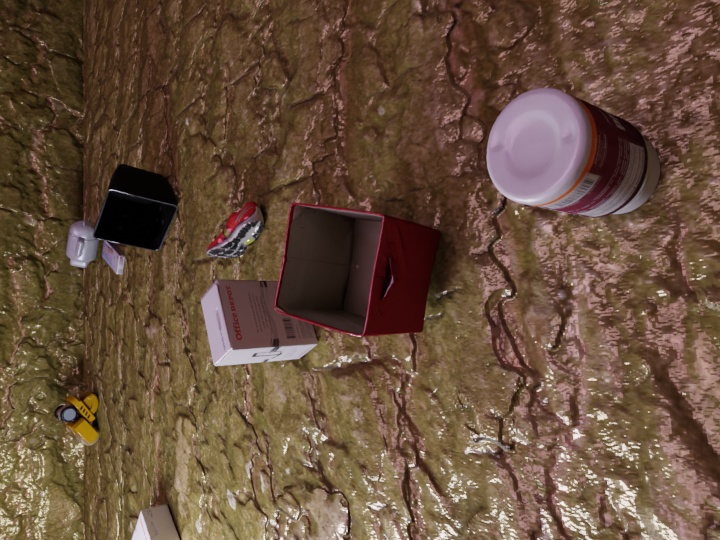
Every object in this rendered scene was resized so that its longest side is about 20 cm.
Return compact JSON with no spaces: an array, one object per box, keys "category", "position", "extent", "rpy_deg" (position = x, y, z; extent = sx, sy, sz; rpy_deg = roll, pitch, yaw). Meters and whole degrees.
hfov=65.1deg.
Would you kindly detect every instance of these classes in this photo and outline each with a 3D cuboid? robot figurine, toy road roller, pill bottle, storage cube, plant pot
[{"category":"robot figurine","position":[-1.122,-0.115,2.280],"extent":[0.170,0.112,0.202],"rpy_deg":[-125,50,-59]},{"category":"toy road roller","position":[-1.086,0.573,2.223],"extent":[0.122,0.146,0.201],"rpy_deg":[-9,119,48]},{"category":"pill bottle","position":[0.240,-0.119,0.617],"extent":[0.114,0.199,0.115],"rpy_deg":[-3,86,48]},{"category":"storage cube","position":[0.000,0.000,0.876],"extent":[0.199,0.179,0.173],"rpy_deg":[11,93,34]},{"category":"plant pot","position":[-0.690,-0.207,1.734],"extent":[0.200,0.199,0.178],"rpy_deg":[-52,39,34]}]

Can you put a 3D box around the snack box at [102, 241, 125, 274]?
[{"category":"snack box","position":[-0.930,-0.055,2.120],"extent":[0.199,0.024,0.073],"rpy_deg":[31,112,46]}]

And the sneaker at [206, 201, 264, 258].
[{"category":"sneaker","position":[-0.299,-0.095,1.356],"extent":[0.199,0.077,0.086],"rpy_deg":[-32,59,32]}]

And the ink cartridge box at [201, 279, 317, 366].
[{"category":"ink cartridge box","position":[-0.202,0.102,1.123],"extent":[0.084,0.199,0.147],"rpy_deg":[-40,59,40]}]

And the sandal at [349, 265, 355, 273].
[{"category":"sandal","position":[0.014,-0.011,0.996],"extent":[0.201,0.043,0.076],"rpy_deg":[53,126,36]}]

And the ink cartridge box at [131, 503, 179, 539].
[{"category":"ink cartridge box","position":[-0.606,0.814,1.651],"extent":[0.147,0.082,0.201],"rpy_deg":[47,123,40]}]
